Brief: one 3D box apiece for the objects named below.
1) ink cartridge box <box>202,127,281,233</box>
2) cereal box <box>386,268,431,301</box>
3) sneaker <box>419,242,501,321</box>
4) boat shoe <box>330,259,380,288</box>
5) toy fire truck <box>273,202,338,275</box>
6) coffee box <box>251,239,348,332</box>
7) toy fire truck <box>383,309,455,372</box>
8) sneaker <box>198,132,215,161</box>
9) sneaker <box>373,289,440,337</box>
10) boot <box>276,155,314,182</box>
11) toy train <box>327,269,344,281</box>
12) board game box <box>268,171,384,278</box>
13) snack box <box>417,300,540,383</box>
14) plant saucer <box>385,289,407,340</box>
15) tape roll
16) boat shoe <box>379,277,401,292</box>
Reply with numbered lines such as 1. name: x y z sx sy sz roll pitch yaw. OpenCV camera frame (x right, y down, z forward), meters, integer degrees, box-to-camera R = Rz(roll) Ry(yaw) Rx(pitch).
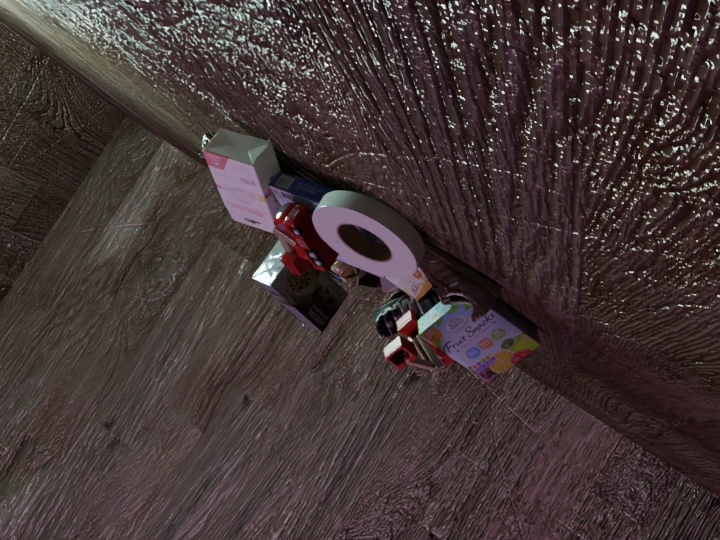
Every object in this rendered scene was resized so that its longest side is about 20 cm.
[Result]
1. ink cartridge box: -0.208 -0.165 1.635 0.116 0.068 0.200 19 149 22
2. cereal box: 0.058 -0.030 1.680 0.200 0.040 0.144 36 158 0
3. sneaker: 0.145 0.015 1.505 0.200 0.076 0.070 31 177 35
4. boat shoe: 0.000 0.000 1.871 0.063 0.073 0.200 54 -163 16
5. toy fire truck: -0.117 -0.057 1.622 0.141 0.049 0.200 18 154 39
6. coffee box: -0.134 0.036 1.954 0.080 0.113 0.200 19 159 48
7. toy fire truck: 0.127 0.152 1.711 0.200 0.049 0.141 29 -148 -31
8. sneaker: -0.330 -0.273 2.053 0.114 0.076 0.199 27 -176 -12
9. sneaker: 0.111 0.067 1.807 0.067 0.200 0.091 67 173 -21
10. boot: -0.151 -0.178 1.681 0.200 0.078 0.138 32 173 15
11. toy train: -0.080 -0.063 1.978 0.200 0.114 0.087 33 178 4
12. board game box: -0.051 -0.085 1.613 0.200 0.043 0.199 22 156 31
13. snack box: 0.231 0.122 1.692 0.200 0.142 0.053 35 -152 -24
14. plant saucer: 0.131 0.078 1.879 0.200 0.200 0.036 30 150 55
15. tape roll: 0.013 -0.059 1.468 0.202 0.037 0.203 26 158 11
16. boat shoe: 0.119 0.000 1.835 0.092 0.075 0.200 -10 177 -26
